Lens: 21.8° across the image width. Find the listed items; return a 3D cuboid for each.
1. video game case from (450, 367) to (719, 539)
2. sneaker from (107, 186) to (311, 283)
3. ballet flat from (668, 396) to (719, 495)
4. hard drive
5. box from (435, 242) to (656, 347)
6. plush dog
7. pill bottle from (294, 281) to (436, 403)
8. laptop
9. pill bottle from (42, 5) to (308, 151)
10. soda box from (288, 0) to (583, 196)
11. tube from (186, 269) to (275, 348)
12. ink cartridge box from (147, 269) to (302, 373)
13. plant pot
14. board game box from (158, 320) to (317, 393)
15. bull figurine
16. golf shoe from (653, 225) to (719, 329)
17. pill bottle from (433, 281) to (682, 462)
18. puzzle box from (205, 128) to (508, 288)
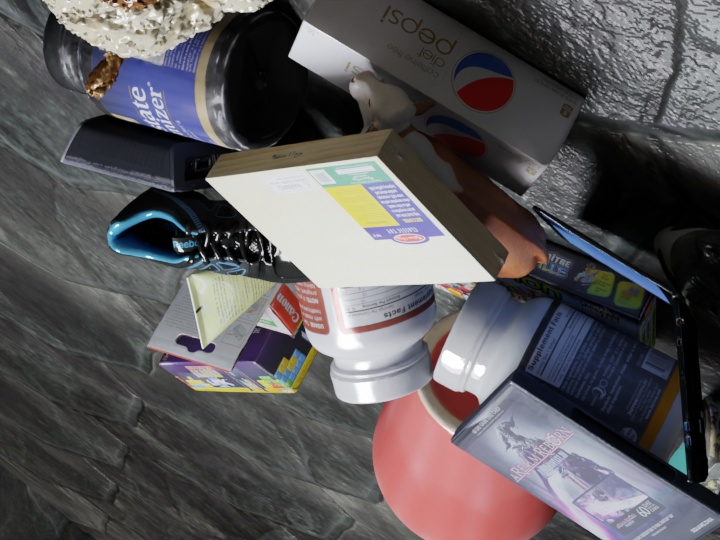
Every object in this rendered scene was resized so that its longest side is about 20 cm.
[{"bbox_3d":[0.180,0.161,1.484,0.199,0.019,0.143,32,150,-2],"label":"video game case"},{"bbox_3d":[-0.102,-0.021,1.450,0.199,0.082,0.074,5,107,23],"label":"sneaker"},{"bbox_3d":[0.322,0.161,1.682,0.072,0.072,0.201,26,160,11],"label":"ballet flat"},{"bbox_3d":[-0.134,-0.103,1.536,0.134,0.043,0.200,15,-163,32],"label":"hard drive"},{"bbox_3d":[0.153,0.013,1.583,0.199,0.035,0.110,23,159,19],"label":"box"},{"bbox_3d":[-0.178,-0.209,1.253,0.200,0.161,0.172,35,-177,25],"label":"plush dog"},{"bbox_3d":[0.000,0.000,1.522,0.112,0.112,0.201,7,115,47],"label":"pill bottle"},{"bbox_3d":[0.193,0.058,1.369,0.102,0.202,0.177,-5,173,13],"label":"laptop"},{"bbox_3d":[-0.148,-0.165,1.459,0.199,0.112,0.112,16,156,34],"label":"pill bottle"},{"bbox_3d":[0.053,-0.136,1.319,0.199,0.064,0.068,30,161,-2],"label":"soda box"},{"bbox_3d":[-0.074,-0.022,1.568,0.058,0.200,0.052,52,146,-8],"label":"tube"},{"bbox_3d":[-0.093,0.007,1.666,0.108,0.201,0.050,14,155,38],"label":"ink cartridge box"},{"bbox_3d":[0.111,0.136,1.738,0.199,0.201,0.178,25,151,12],"label":"plant pot"},{"bbox_3d":[-0.093,0.032,1.779,0.057,0.166,0.200,38,158,-25],"label":"board game box"},{"bbox_3d":[0.046,-0.059,1.327,0.200,0.065,0.121,41,161,-22],"label":"bull figurine"},{"bbox_3d":[0.297,0.024,1.378,0.200,0.078,0.094,38,-179,-26],"label":"golf shoe"},{"bbox_3d":[0.167,0.092,1.527,0.199,0.117,0.117,26,160,9],"label":"pill bottle"},{"bbox_3d":[-0.005,-0.039,1.307,0.199,0.026,0.133,-2,140,51],"label":"puzzle box"}]
